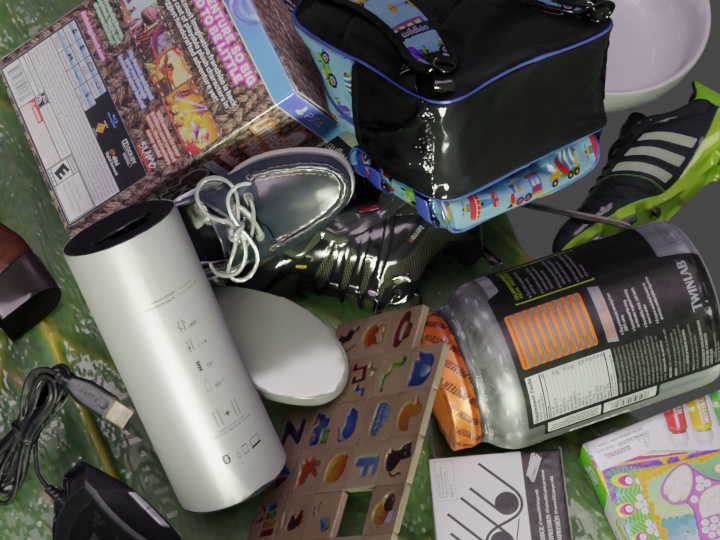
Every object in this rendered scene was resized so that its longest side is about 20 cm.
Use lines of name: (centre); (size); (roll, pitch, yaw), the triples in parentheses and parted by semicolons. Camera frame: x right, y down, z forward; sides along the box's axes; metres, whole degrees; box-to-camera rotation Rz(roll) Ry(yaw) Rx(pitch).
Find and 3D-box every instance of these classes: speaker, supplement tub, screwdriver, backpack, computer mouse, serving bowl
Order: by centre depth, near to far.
speaker: (-0.121, 0.056, 1.153); (0.081, 0.081, 0.201); (-27, 110, -11)
computer mouse: (-0.163, 0.150, 1.184); (0.200, 0.141, 0.046); (38, 32, 21)
backpack: (0.053, -0.138, 1.214); (0.182, 0.135, 0.200); (-27, 40, -30)
supplement tub: (0.142, 0.049, 1.219); (0.199, 0.123, 0.123); (-17, 66, -7)
screwdriver: (0.108, -0.055, 1.280); (0.199, 0.028, 0.029); (8, 86, 32)
serving bowl: (0.167, -0.195, 1.352); (0.199, 0.066, 0.201); (6, 56, -9)

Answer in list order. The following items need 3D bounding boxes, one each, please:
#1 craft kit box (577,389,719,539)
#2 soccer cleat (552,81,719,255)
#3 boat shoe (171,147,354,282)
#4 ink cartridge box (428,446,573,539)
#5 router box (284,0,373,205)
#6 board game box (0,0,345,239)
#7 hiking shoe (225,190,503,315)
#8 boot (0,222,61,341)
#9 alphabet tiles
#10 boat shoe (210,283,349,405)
craft kit box: (0.280, 0.176, 1.203); (0.199, 0.049, 0.198); (-21, 69, -9)
soccer cleat: (0.209, -0.070, 1.311); (0.200, 0.068, 0.081); (-35, 58, -20)
boat shoe: (-0.099, -0.030, 1.197); (0.199, 0.062, 0.075); (-15, 106, 3)
ink cartridge box: (0.101, 0.224, 1.180); (0.094, 0.044, 0.201); (-5, 65, 0)
router box: (-0.028, -0.164, 1.349); (0.149, 0.051, 0.200); (-42, 65, -16)
board game box: (-0.139, -0.127, 1.276); (0.200, 0.097, 0.160); (-31, 69, 13)
hiking shoe: (0.000, 0.000, 1.266); (0.199, 0.076, 0.101); (-24, 88, 7)
boot: (-0.349, -0.006, 1.280); (0.188, 0.069, 0.200); (-38, 70, -15)
alphabet tiles: (-0.010, 0.120, 1.182); (0.008, 0.167, 0.201); (31, 63, -29)
boat shoe: (-0.096, 0.052, 1.248); (0.200, 0.072, 0.070); (19, 67, 17)
